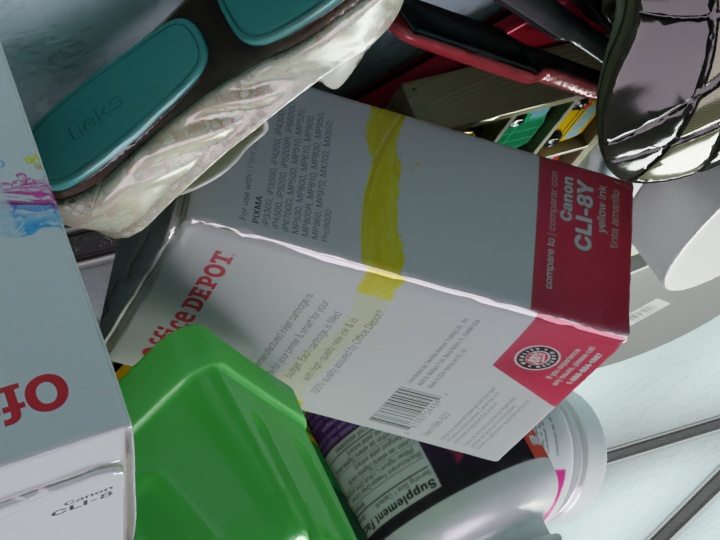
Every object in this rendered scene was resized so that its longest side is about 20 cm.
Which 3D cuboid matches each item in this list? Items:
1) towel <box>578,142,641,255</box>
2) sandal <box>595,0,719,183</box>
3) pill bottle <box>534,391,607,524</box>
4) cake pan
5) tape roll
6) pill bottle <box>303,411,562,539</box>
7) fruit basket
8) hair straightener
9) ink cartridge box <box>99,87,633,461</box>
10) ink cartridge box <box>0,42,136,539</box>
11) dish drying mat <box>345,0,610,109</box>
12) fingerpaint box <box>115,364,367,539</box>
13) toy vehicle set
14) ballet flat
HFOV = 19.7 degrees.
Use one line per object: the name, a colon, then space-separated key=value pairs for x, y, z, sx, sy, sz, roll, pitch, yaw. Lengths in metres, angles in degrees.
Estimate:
towel: x=0.181 y=-0.072 z=1.083 sx=0.170 sy=0.048 sz=0.200 roll=-20 pitch=159 yaw=-15
sandal: x=0.129 y=-0.122 z=0.828 sx=0.079 sy=0.058 sz=0.202 roll=-8 pitch=127 yaw=-3
pill bottle: x=0.067 y=0.121 z=1.345 sx=0.113 sy=0.114 sz=0.199 roll=-36 pitch=156 yaw=34
cake pan: x=0.169 y=0.011 z=1.283 sx=0.199 sy=0.037 sz=0.201 roll=-19 pitch=159 yaw=-7
tape roll: x=0.212 y=-0.066 z=0.962 sx=0.202 sy=0.037 sz=0.203 roll=-33 pitch=164 yaw=-11
pill bottle: x=0.039 y=0.100 z=1.125 sx=0.111 sy=0.201 sz=0.112 roll=-26 pitch=165 yaw=-8
fruit basket: x=-0.121 y=0.100 z=0.866 sx=0.214 sy=0.217 sz=0.155 roll=-25 pitch=157 yaw=10
hair straightener: x=0.098 y=-0.106 z=0.869 sx=0.199 sy=0.041 sz=0.077 roll=18 pitch=118 yaw=-37
ink cartridge box: x=0.000 y=0.000 z=0.907 sx=0.198 sy=0.084 sz=0.145 roll=15 pitch=150 yaw=-15
ink cartridge box: x=-0.173 y=0.011 z=0.709 sx=0.144 sy=0.201 sz=0.145 roll=-17 pitch=159 yaw=-12
dish drying mat: x=0.062 y=-0.096 z=0.942 sx=0.199 sy=0.018 sz=0.077 roll=-28 pitch=161 yaw=13
fingerpaint box: x=-0.102 y=0.145 z=1.152 sx=0.073 sy=0.168 sz=0.200 roll=-15 pitch=161 yaw=-44
toy vehicle set: x=0.045 y=-0.044 z=0.998 sx=0.123 sy=0.027 sz=0.200 roll=-16 pitch=162 yaw=-25
ballet flat: x=-0.041 y=-0.082 z=0.783 sx=0.199 sy=0.068 sz=0.062 roll=-34 pitch=143 yaw=16
